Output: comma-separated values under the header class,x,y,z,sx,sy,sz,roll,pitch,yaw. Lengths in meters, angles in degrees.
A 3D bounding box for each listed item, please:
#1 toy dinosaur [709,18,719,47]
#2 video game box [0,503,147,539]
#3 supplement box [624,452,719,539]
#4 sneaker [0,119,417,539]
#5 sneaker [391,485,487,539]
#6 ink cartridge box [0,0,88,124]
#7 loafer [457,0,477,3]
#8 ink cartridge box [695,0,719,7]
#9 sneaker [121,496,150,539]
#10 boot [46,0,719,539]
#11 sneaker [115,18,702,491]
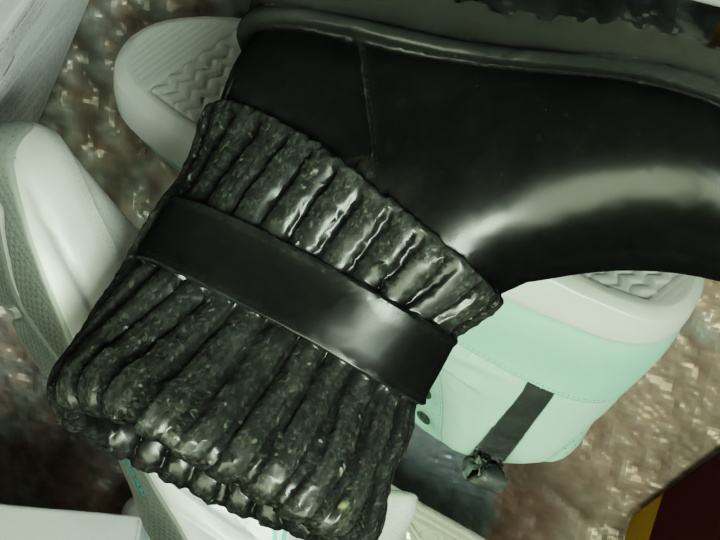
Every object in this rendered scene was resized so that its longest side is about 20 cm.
class,x,y,z,sx,sy,sz,roll,pitch,yaw
toy dinosaur,0.151,-0.040,0.825,0.106,0.060,0.200,21,163,8
video game box,-0.169,0.142,1.013,0.200,0.047,0.182,5,149,6
supplement box,0.177,0.138,0.886,0.133,0.197,0.200,36,134,-12
sneaker,-0.053,0.028,0.861,0.200,0.080,0.070,60,166,-26
sneaker,-0.039,0.076,0.974,0.200,0.077,0.111,41,157,-22
ink cartridge box,-0.147,-0.057,0.882,0.076,0.136,0.200,27,134,0
loafer,-0.041,-0.142,0.816,0.200,0.063,0.072,28,134,-4
ink cartridge box,0.155,-0.107,0.709,0.200,0.083,0.147,15,176,8
sneaker,-0.020,0.170,1.048,0.200,0.118,0.074,37,134,-11
boot,0.030,0.009,0.778,0.211,0.158,0.079,14,157,21
sneaker,0.000,0.000,0.911,0.200,0.074,0.118,26,138,0
